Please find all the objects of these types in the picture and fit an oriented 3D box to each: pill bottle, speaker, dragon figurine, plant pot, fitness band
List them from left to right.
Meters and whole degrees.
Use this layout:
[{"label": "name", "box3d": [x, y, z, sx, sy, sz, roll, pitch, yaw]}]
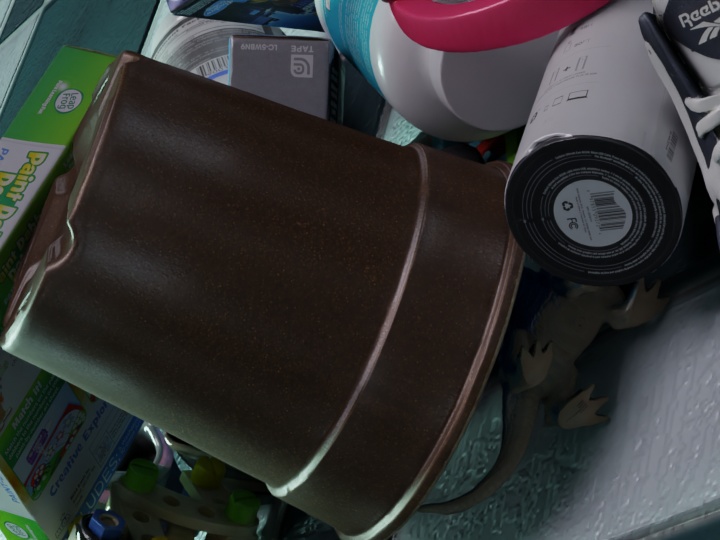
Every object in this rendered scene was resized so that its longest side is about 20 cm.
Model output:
[{"label": "pill bottle", "box3d": [-0.090, -0.116, 1.422, 0.114, 0.113, 0.200, -52, 24, 14]}, {"label": "plant pot", "box3d": [-0.053, 0.004, 0.971, 0.201, 0.197, 0.201, -61, 14, 26]}, {"label": "pill bottle", "box3d": [0.047, -0.138, 1.130, 0.111, 0.110, 0.200, -55, 24, 9]}, {"label": "fitness band", "box3d": [0.078, -0.174, 1.016, 0.143, 0.038, 0.201, -14, 34, 14]}, {"label": "dragon figurine", "box3d": [0.082, 0.031, 0.978, 0.201, 0.059, 0.099, -61, 24, -7]}, {"label": "speaker", "box3d": [0.123, -0.083, 0.955, 0.081, 0.081, 0.200, -40, 17, 36]}]

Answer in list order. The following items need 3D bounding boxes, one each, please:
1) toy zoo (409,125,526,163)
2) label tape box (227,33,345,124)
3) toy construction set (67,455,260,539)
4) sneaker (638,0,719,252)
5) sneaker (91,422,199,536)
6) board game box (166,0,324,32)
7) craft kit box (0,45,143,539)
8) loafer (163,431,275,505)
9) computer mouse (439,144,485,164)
[{"label": "toy zoo", "box3d": [0.054, -0.048, 1.174, 0.200, 0.020, 0.132, -44, 27, 30]}, {"label": "label tape box", "box3d": [-0.045, -0.030, 1.204, 0.144, 0.063, 0.202, -4, -84, -87]}, {"label": "toy construction set", "box3d": [-0.087, 0.169, 1.084, 0.200, 0.130, 0.093, 37, 112, 61]}, {"label": "sneaker", "box3d": [0.160, -0.067, 0.836, 0.079, 0.130, 0.200, -22, 35, 26]}, {"label": "sneaker", "box3d": [-0.169, 0.147, 1.184, 0.070, 0.083, 0.200, -11, 8, 28]}, {"label": "board game box", "box3d": [0.001, -0.214, 1.301, 0.199, 0.199, 0.062, -28, 73, 24]}, {"label": "craft kit box", "box3d": [-0.158, 0.020, 1.093, 0.048, 0.198, 0.201, 16, 60, 23]}, {"label": "loafer", "box3d": [-0.044, 0.090, 1.148, 0.200, 0.063, 0.072, -24, 41, 52]}, {"label": "computer mouse", "box3d": [0.000, 0.000, 1.155, 0.200, 0.034, 0.059, -48, 27, 25]}]
